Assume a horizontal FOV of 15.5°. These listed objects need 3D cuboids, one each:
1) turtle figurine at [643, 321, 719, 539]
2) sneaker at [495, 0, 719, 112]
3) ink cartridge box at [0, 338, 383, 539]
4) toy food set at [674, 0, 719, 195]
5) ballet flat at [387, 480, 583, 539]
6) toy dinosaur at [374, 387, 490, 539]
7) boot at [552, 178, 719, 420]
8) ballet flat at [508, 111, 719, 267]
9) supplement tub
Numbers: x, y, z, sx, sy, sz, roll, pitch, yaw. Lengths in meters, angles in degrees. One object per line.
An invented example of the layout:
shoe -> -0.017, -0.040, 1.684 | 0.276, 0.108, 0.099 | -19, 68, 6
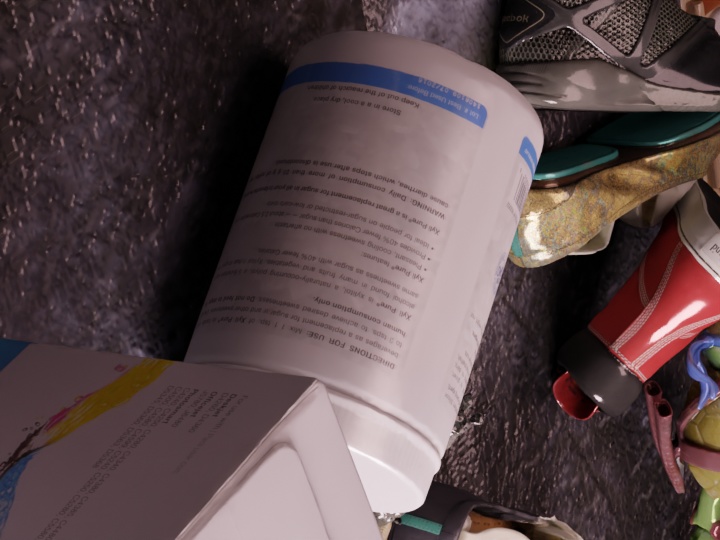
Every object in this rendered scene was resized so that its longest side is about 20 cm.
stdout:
turtle figurine -> 0.262, 0.118, 1.613 | 0.200, 0.144, 0.194 | -15, 114, -55
sneaker -> 0.162, -0.143, 1.479 | 0.199, 0.076, 0.114 | 1, 94, -33
ink cartridge box -> -0.108, 0.131, 1.068 | 0.146, 0.200, 0.147 | -47, 129, -39
toy food set -> 0.264, -0.127, 1.657 | 0.143, 0.060, 0.200 | -32, 119, -47
ballet flat -> 0.080, 0.159, 1.437 | 0.200, 0.073, 0.073 | 26, 73, -52
toy dinosaur -> 0.018, 0.098, 1.333 | 0.047, 0.088, 0.200 | 23, 72, -16
boot -> 0.170, 0.021, 1.553 | 0.144, 0.072, 0.200 | -46, 179, 13
ballet flat -> 0.145, -0.048, 1.502 | 0.200, 0.071, 0.071 | -23, 112, -44
supplement tub -> 0.000, 0.000, 1.256 | 0.132, 0.132, 0.200 | 41, 62, -48
